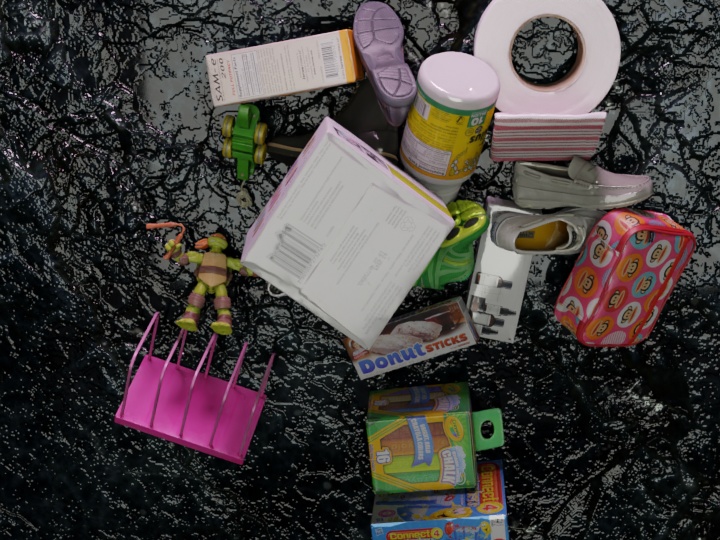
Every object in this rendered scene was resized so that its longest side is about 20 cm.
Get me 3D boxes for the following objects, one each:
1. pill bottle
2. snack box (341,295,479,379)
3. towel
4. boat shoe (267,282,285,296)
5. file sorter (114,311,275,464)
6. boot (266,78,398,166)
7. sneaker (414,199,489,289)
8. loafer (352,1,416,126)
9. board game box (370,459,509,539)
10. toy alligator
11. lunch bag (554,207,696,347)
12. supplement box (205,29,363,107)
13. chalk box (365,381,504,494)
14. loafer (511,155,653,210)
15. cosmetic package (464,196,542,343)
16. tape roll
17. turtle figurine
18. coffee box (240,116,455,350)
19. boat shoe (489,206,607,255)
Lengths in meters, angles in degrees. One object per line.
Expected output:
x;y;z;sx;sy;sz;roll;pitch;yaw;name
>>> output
0.116;-0.188;1.629;0.112;0.113;0.201;14;133;0;pill bottle
0.073;0.101;1.761;0.199;0.024;0.072;-20;104;26;snack box
0.250;-0.185;1.609;0.145;0.200;0.030;-1;81;5;towel
-0.056;-0.025;1.739;0.074;0.067;0.200;44;104;-8;boat shoe
-0.239;0.166;1.751;0.199;0.139;0.126;19;128;-1;file sorter
-0.031;-0.212;1.696;0.199;0.077;0.139;8;82;18;boot
0.134;-0.035;1.694;0.083;0.075;0.200;18;147;-18;sneaker
0.029;-0.282;1.617;0.071;0.201;0.063;-6;143;-10;loafer
0.120;0.351;1.762;0.194;0.200;0.056;-6;104;6;board game box
-0.162;-0.175;1.697;0.059;0.055;0.201;12;142;5;toy alligator
0.383;0.013;1.684;0.175;0.082;0.201;4;119;-37;lunch bag
-0.102;-0.279;1.639;0.198;0.126;0.074;-9;100;8;supplement box
0.114;0.247;1.772;0.198;0.124;0.125;-6;105;6;chalk box
0.307;-0.124;1.653;0.199;0.070;0.070;1;110;22;loafer
0.205;0.000;1.735;0.082;0.051;0.202;10;106;1;cosmetic package
0.255;-0.301;1.636;0.201;0.071;0.204;1;106;4;tape roll
-0.228;0.008;1.748;0.198;0.064;0.162;12;70;-12;turtle figurine
-0.019;-0.055;1.546;0.199;0.198;0.200;34;100;-9;coffee box
0.283;-0.051;1.666;0.199;0.070;0.071;-1;109;-26;boat shoe
